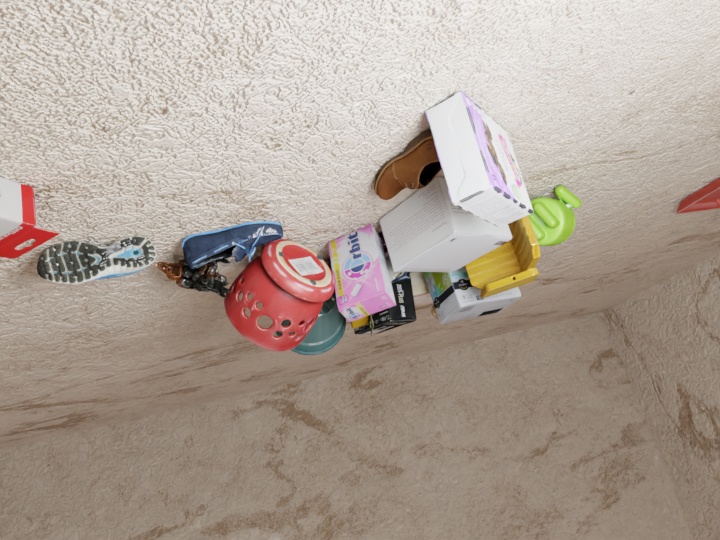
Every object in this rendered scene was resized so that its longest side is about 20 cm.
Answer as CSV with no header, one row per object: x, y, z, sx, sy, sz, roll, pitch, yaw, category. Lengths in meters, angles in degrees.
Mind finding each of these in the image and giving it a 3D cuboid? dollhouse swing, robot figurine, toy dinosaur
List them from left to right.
-0.349,0.013,1.175,0.135,0.103,0.200,-4,-170,24,toy dinosaur
0.310,-0.066,1.282,0.181,0.201,0.176,-21,162,18,dollhouse swing
0.458,-0.119,1.360,0.176,0.116,0.200,-49,158,26,robot figurine

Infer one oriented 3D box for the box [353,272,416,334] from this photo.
0.056,0.078,1.523,0.086,0.165,0.200,1,164,-30,box

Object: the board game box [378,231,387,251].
0.097,-0.064,1.403,0.119,0.033,0.200,-20,162,28,board game box

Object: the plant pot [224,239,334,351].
-0.170,0.043,1.207,0.200,0.201,0.183,5,130,-47,plant pot

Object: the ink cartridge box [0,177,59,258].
-0.540,-0.082,0.763,0.116,0.068,0.200,-21,161,20,ink cartridge box

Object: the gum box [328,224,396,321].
0.000,0.000,1.247,0.113,0.201,0.066,-21,144,14,gum box

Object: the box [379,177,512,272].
0.186,-0.091,1.220,0.198,0.132,0.200,1,156,-40,box

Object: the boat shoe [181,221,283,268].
-0.249,-0.045,1.106,0.199,0.069,0.084,-14,162,-3,boat shoe

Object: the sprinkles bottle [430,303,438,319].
0.272,0.054,1.630,0.068,0.201,0.068,21,147,15,sprinkles bottle

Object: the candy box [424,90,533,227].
0.202,-0.176,0.920,0.071,0.169,0.199,-23,161,30,candy box

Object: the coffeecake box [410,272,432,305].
0.196,0.054,1.725,0.153,0.074,0.200,-15,165,32,coffeecake box

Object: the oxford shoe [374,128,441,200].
0.088,-0.172,1.004,0.071,0.072,0.200,-5,161,-32,oxford shoe

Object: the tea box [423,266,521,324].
0.301,0.022,1.538,0.199,0.198,0.134,-9,157,-22,tea box

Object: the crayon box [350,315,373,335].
-0.017,0.065,1.404,0.050,0.201,0.127,-16,162,-5,crayon box

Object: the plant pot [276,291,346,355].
-0.129,0.091,1.442,0.199,0.201,0.196,-11,153,-12,plant pot

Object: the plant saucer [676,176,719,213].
1.087,-0.240,1.663,0.198,0.037,0.200,-8,160,-21,plant saucer

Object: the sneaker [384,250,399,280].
0.074,-0.005,1.366,0.199,0.093,0.076,-8,163,-20,sneaker

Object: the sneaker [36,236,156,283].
-0.483,-0.006,1.024,0.199,0.079,0.090,-6,163,-25,sneaker
